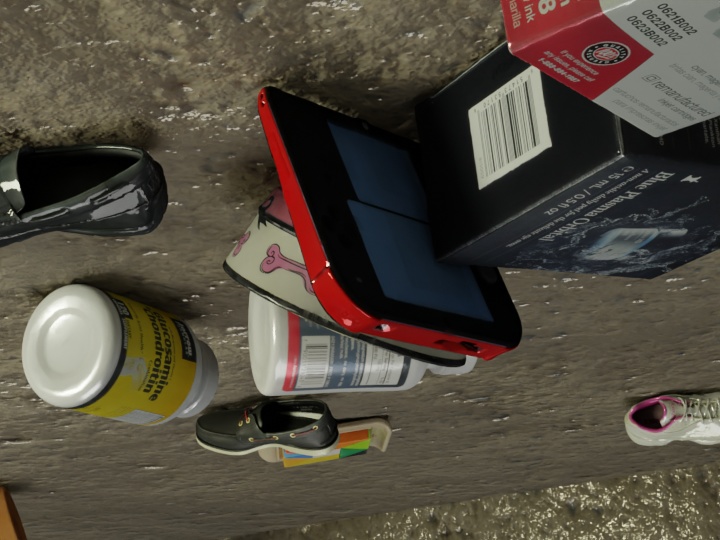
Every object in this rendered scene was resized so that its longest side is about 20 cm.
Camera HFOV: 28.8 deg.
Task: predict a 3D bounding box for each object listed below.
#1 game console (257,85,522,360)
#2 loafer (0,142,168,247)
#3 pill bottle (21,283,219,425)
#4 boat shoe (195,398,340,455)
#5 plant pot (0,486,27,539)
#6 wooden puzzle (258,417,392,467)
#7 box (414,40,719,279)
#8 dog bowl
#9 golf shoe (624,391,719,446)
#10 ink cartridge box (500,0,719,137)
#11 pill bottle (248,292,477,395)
[{"bbox_3d":[0.024,-0.030,0.934,0.031,0.179,0.199,-33,150,30],"label":"game console"},{"bbox_3d":[-0.232,-0.057,0.959,0.197,0.069,0.071,-4,144,3],"label":"loafer"},{"bbox_3d":[-0.220,0.087,1.334,0.111,0.114,0.199,-13,162,24],"label":"pill bottle"},{"bbox_3d":[-0.126,0.198,1.824,0.198,0.074,0.064,-1,130,19],"label":"boat shoe"},{"bbox_3d":[-0.615,0.435,2.245,0.138,0.202,0.200,-20,166,-11],"label":"plant pot"},{"bbox_3d":[-0.055,0.260,2.082,0.197,0.038,0.185,-4,163,-4],"label":"wooden puzzle"},{"bbox_3d":[0.173,-0.081,0.908,0.197,0.119,0.196,3,161,-31],"label":"box"},{"bbox_3d":[0.000,0.000,1.055,0.198,0.075,0.200,22,-175,-2],"label":"dog bowl"},{"bbox_3d":[0.482,0.215,2.048,0.197,0.076,0.091,-12,159,17],"label":"golf shoe"},{"bbox_3d":[0.170,-0.167,0.578,0.198,0.147,0.144,-18,159,34],"label":"ink cartridge box"},{"bbox_3d":[0.003,0.052,1.280,0.197,0.121,0.120,-1,163,-16],"label":"pill bottle"}]
